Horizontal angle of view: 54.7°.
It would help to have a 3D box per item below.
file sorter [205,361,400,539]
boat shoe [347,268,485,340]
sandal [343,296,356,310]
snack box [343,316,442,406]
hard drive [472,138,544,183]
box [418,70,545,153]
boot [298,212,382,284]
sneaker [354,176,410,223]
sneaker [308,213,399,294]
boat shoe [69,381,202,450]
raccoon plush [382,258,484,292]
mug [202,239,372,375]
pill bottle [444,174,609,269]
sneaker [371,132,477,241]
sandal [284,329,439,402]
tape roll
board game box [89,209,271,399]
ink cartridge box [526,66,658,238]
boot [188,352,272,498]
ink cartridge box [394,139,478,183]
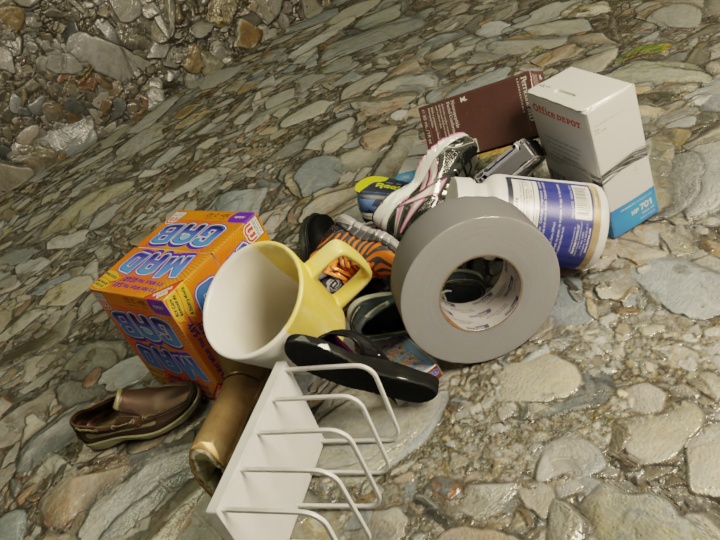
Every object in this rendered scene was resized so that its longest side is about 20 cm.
[{"bbox_3d":[-0.047,0.215,0.745,0.123,0.140,0.201,-6,36,23],"label":"file sorter"},{"bbox_3d":[0.081,0.049,0.935,0.197,0.076,0.062,-10,23,-11],"label":"boat shoe"},{"bbox_3d":[-0.075,0.066,1.030,0.201,0.054,0.080,-51,33,-1],"label":"sandal"},{"bbox_3d":[0.030,0.108,0.956,0.071,0.024,0.200,-32,31,-12],"label":"snack box"},{"bbox_3d":[0.213,-0.141,1.058,0.139,0.038,0.200,-40,-7,21],"label":"hard drive"},{"bbox_3d":[0.201,-0.241,1.120,0.198,0.101,0.075,-12,5,32],"label":"box"},{"bbox_3d":[-0.018,-0.039,1.154,0.156,0.080,0.213,-23,41,18],"label":"boot"},{"bbox_3d":[0.084,-0.101,1.193,0.198,0.083,0.074,17,39,23],"label":"sneaker"},{"bbox_3d":[0.000,0.000,0.968,0.112,0.078,0.199,-51,36,-8],"label":"sneaker"},{"bbox_3d":[-0.332,0.205,1.015,0.200,0.075,0.075,-23,42,8],"label":"boat shoe"},{"bbox_3d":[0.116,-0.009,1.050,0.133,0.098,0.200,-26,-3,26],"label":"raccoon plush"},{"bbox_3d":[-0.079,0.059,0.877,0.185,0.153,0.151,-10,62,28],"label":"mug"},{"bbox_3d":[0.215,-0.067,0.926,0.197,0.117,0.116,6,33,-4],"label":"pill bottle"},{"bbox_3d":[0.117,-0.117,1.082,0.200,0.080,0.086,-48,64,5],"label":"sneaker"},{"bbox_3d":[0.001,0.107,0.824,0.075,0.199,0.048,-42,33,50],"label":"sandal"},{"bbox_3d":[0.137,0.013,0.850,0.198,0.202,0.066,-24,30,2],"label":"tape roll"},{"bbox_3d":[-0.241,0.047,1.072,0.198,0.201,0.200,5,42,41],"label":"board game box"},{"bbox_3d":[0.327,-0.169,0.985,0.085,0.201,0.147,-28,31,-6],"label":"ink cartridge box"},{"bbox_3d":[-0.171,0.159,0.885,0.066,0.176,0.201,-19,27,23],"label":"boot"},{"bbox_3d":[0.143,-0.190,1.280,0.115,0.067,0.201,-7,36,28],"label":"ink cartridge box"}]
